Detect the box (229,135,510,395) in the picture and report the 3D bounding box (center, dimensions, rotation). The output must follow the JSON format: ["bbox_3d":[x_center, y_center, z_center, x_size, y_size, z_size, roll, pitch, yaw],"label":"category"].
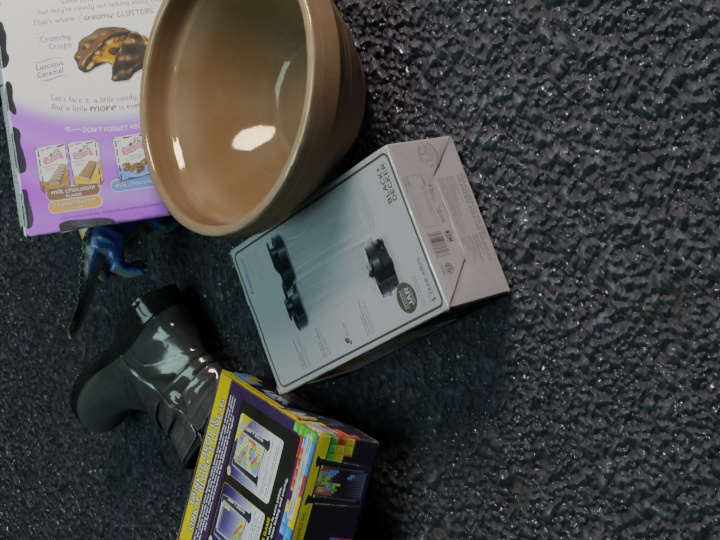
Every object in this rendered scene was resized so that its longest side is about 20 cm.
[{"bbox_3d":[0.000,0.000,0.979,0.200,0.060,0.117,-32,76,48],"label":"box"}]

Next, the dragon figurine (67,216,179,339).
[{"bbox_3d":[-0.208,-0.045,1.147,0.059,0.200,0.100,3,140,50],"label":"dragon figurine"}]

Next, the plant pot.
[{"bbox_3d":[-0.061,-0.122,0.978,0.200,0.092,0.202,-3,86,50],"label":"plant pot"}]

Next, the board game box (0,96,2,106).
[{"bbox_3d":[-0.321,-0.195,1.115,0.120,0.032,0.200,57,171,-3],"label":"board game box"}]

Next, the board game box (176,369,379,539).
[{"bbox_3d":[-0.072,0.193,1.050,0.165,0.057,0.201,24,100,59],"label":"board game box"}]

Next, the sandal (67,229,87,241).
[{"bbox_3d":[-0.269,-0.103,1.210,0.059,0.079,0.207,-16,111,9],"label":"sandal"}]

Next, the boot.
[{"bbox_3d":[-0.173,0.118,1.208,0.132,0.070,0.200,54,139,17],"label":"boot"}]

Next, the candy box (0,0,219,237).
[{"bbox_3d":[-0.183,-0.137,1.063,0.072,0.167,0.201,-164,67,-73],"label":"candy box"}]
